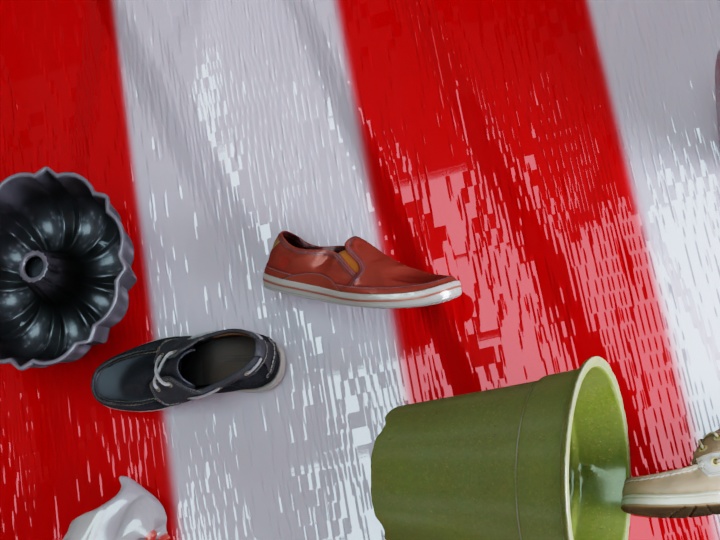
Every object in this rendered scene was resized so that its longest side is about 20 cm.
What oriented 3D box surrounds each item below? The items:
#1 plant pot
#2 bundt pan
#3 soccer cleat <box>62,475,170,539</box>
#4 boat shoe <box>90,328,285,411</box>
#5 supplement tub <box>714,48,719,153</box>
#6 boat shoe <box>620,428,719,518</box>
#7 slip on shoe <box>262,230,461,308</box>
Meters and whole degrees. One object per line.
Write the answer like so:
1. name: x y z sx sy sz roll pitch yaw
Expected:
1. plant pot: 0.115 0.177 1.047 0.187 0.199 0.204 -4 75 27
2. bundt pan: -0.312 0.005 1.242 0.198 0.076 0.206 -4 75 14
3. soccer cleat: -0.269 0.285 1.172 0.200 0.069 0.078 -44 65 -6
4. boat shoe: -0.175 0.093 1.191 0.197 0.068 0.073 -9 76 14
5. supplement tub: 0.411 -0.141 1.061 0.196 0.132 0.134 -4 75 12
6. boat shoe: 0.316 0.168 1.046 0.196 0.074 0.067 -8 71 2
7. slip on shoe: 0.000 0.000 1.162 0.197 0.074 0.062 9 97 22
